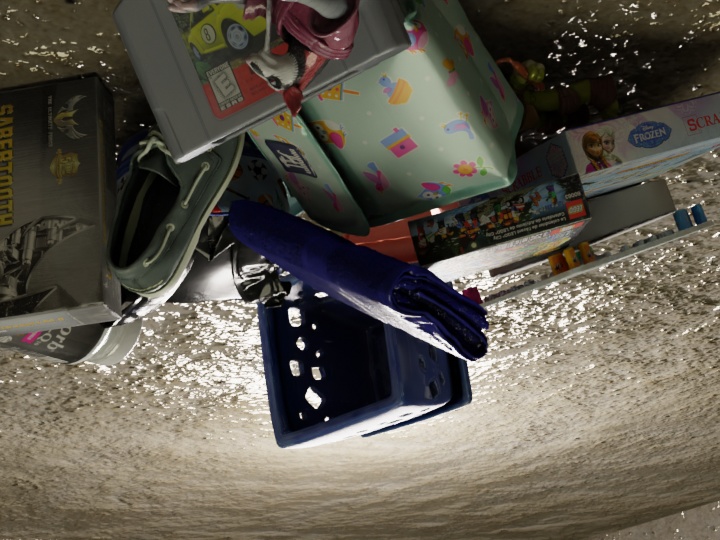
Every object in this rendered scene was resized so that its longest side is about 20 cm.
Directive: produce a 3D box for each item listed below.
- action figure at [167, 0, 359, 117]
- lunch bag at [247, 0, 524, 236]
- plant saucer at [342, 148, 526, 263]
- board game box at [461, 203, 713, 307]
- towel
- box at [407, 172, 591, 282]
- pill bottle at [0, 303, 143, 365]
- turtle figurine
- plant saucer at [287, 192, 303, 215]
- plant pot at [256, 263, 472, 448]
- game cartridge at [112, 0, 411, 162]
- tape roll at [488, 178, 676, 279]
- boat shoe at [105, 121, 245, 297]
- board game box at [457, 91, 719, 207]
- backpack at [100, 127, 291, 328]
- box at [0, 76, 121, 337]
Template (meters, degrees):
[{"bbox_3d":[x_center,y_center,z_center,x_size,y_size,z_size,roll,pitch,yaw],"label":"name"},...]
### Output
[{"bbox_3d":[-0.027,-0.195,0.749,0.148,0.201,0.134,-11,-151,-34],"label":"action figure"},{"bbox_3d":[0.000,-0.123,0.926,0.199,0.122,0.171,-17,129,27],"label":"lunch bag"},{"bbox_3d":[0.075,-0.064,1.238,0.199,0.037,0.200,-8,158,-11],"label":"plant saucer"},{"bbox_3d":[0.214,-0.008,1.201,0.199,0.026,0.200,-18,176,-34],"label":"board game box"},{"bbox_3d":[0.000,0.000,0.966,0.199,0.050,0.148,24,172,40],"label":"towel"},{"bbox_3d":[0.112,-0.029,1.008,0.136,0.038,0.200,-15,174,4],"label":"box"},{"bbox_3d":[-0.334,0.036,1.291,0.116,0.117,0.200,-20,154,30],"label":"pill bottle"},{"bbox_3d":[0.134,-0.134,1.066,0.160,0.065,0.200,-6,150,-21],"label":"turtle figurine"},{"bbox_3d":[-0.052,-0.091,1.184,0.070,0.019,0.200,12,153,-38],"label":"plant saucer"},{"bbox_3d":[0.014,0.094,1.427,0.199,0.201,0.179,-23,158,35],"label":"plant pot"},{"bbox_3d":[-0.075,-0.172,0.831,0.199,0.134,0.041,-23,178,26],"label":"game cartridge"},{"bbox_3d":[0.221,-0.041,1.236,0.202,0.037,0.203,-20,177,-1],"label":"tape roll"},{"bbox_3d":[-0.148,-0.079,0.961,0.072,0.201,0.062,17,173,22],"label":"boat shoe"},{"bbox_3d":[0.215,-0.096,1.071,0.199,0.041,0.199,-15,174,-25],"label":"board game box"},{"bbox_3d":[-0.147,-0.047,1.096,0.199,0.155,0.190,-7,165,-21],"label":"backpack"},{"bbox_3d":[-0.279,-0.048,0.988,0.157,0.201,0.048,-8,161,7],"label":"box"}]
